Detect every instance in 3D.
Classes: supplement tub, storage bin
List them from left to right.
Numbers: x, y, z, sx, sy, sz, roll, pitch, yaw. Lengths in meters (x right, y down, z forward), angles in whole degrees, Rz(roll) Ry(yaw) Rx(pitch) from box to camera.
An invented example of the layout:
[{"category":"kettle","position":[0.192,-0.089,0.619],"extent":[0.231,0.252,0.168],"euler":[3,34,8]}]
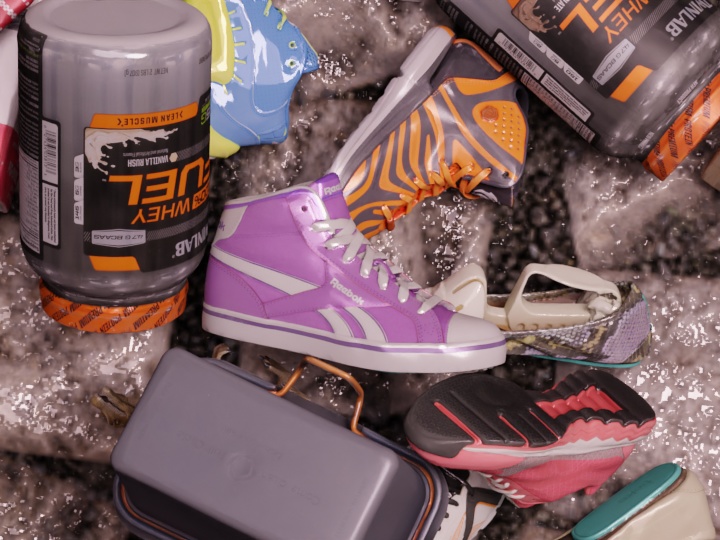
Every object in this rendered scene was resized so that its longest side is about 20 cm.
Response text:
[{"category":"supplement tub","position":[-0.157,-0.069,1.478],"extent":[0.122,0.123,0.200],"euler":[2,114,-1]},{"category":"storage bin","position":[-0.051,0.118,1.404],"extent":[0.200,0.134,0.146],"euler":[25,79,10]},{"category":"supplement tub","position":[0.158,-0.160,1.530],"extent":[0.200,0.123,0.123],"euler":[42,83,4]}]

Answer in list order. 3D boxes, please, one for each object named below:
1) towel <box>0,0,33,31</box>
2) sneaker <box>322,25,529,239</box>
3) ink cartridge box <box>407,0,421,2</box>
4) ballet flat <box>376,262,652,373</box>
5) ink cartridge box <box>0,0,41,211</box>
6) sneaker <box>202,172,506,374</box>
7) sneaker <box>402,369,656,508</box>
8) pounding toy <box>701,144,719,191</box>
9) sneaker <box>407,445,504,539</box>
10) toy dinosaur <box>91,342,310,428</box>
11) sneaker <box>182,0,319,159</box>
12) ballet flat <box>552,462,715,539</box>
[{"category":"towel","position":[-0.289,-0.191,1.475],"extent":[0.200,0.022,0.145],"euler":[-44,86,-5]},{"category":"sneaker","position":[0.043,-0.059,1.535],"extent":[0.112,0.078,0.200],"euler":[34,82,5]},{"category":"ink cartridge box","position":[0.009,-0.273,1.506],"extent":[0.084,0.200,0.145],"euler":[7,82,2]},{"category":"ballet flat","position":[0.093,0.027,1.525],"extent":[0.200,0.072,0.072],"euler":[-1,81,-4]},{"category":"ink cartridge box","position":[-0.280,-0.156,1.531],"extent":[0.145,0.084,0.200],"euler":[14,82,1]},{"category":"sneaker","position":[0.000,0.000,1.462],"extent":[0.200,0.073,0.114],"euler":[11,98,10]},{"category":"sneaker","position":[0.104,0.119,1.470],"extent":[0.074,0.200,0.087],"euler":[45,122,40]},{"category":"pounding toy","position":[0.322,-0.084,1.506],"extent":[0.142,0.184,0.200],"euler":[34,74,4]},{"category":"sneaker","position":[0.044,0.161,1.498],"extent":[0.074,0.080,0.200],"euler":[30,75,5]},{"category":"toy dinosaur","position":[-0.078,0.111,1.529],"extent":[0.200,0.058,0.101],"euler":[33,99,-9]},{"category":"sneaker","position":[-0.081,-0.173,1.557],"extent":[0.105,0.076,0.200],"euler":[1,94,-11]},{"category":"ballet flat","position":[0.143,0.198,1.510],"extent":[0.200,0.069,0.069],"euler":[-28,83,-6]}]
